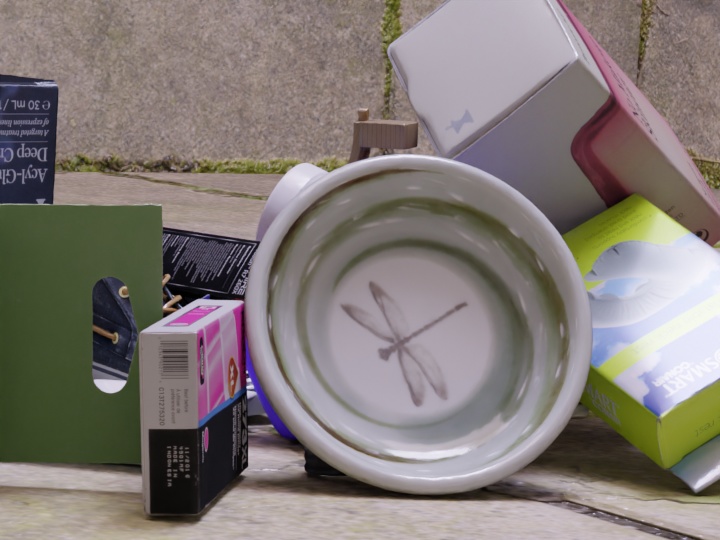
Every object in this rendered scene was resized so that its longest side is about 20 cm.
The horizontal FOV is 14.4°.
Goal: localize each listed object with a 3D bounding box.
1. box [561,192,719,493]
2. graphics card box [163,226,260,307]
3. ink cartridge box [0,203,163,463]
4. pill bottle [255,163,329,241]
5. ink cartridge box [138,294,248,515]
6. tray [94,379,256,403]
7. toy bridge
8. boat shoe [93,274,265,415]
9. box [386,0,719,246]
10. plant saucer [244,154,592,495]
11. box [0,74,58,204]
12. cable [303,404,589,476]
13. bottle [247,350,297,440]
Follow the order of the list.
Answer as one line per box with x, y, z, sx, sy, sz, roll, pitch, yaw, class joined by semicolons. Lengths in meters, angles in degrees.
0.179;0.040;1.687;0.121;0.048;0.200;-29;41;-19;box
-0.097;0.026;1.912;0.199;0.051;0.126;7;-30;44;graphics card box
-0.205;0.037;1.494;0.198;0.147;0.048;1;9;2;ink cartridge box
0.031;0.001;1.900;0.199;0.105;0.104;27;14;21;pill bottle
-0.086;0.069;1.537;0.037;0.095;0.200;-1;5;5;ink cartridge box
-0.135;0.090;1.680;0.107;0.022;0.200;5;6;11;tray
0.000;0.000;1.760;0.067;0.202;0.027;4;8;21;toy bridge
-0.136;0.033;1.822;0.199;0.092;0.071;13;18;30;boat shoe
0.127;-0.082;1.807;0.200;0.109;0.128;43;15;-41;box
0.030;0.035;1.604;0.199;0.202;0.050;2;-20;-10;plant saucer
-0.293;-0.031;1.898;0.107;0.202;0.148;9;9;42;box
0.035;0.085;1.672;0.199;0.051;0.097;-1;10;-40;cable
0.030;0.032;1.693;0.199;0.084;0.065;-24;5;19;bottle
